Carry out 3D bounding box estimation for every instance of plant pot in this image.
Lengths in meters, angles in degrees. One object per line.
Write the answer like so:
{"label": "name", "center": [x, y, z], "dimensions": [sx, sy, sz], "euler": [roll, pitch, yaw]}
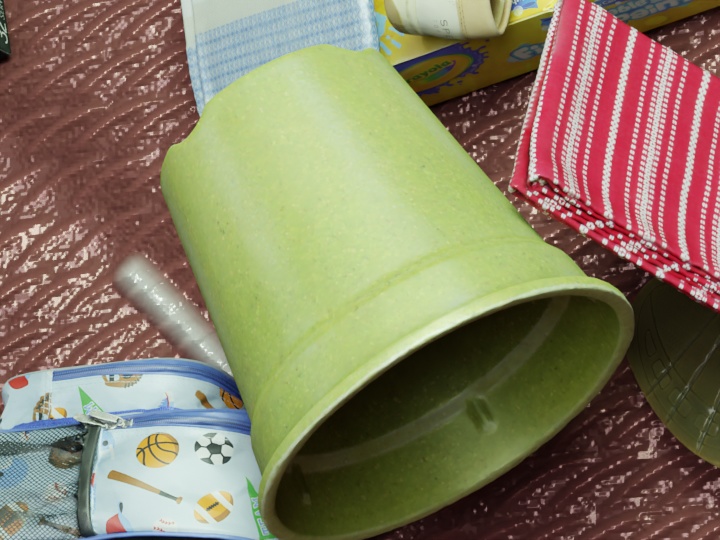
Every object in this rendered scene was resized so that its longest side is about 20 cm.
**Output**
{"label": "plant pot", "center": [0.000, 0.000, 1.418], "dimensions": [0.200, 0.200, 0.185], "euler": [-36, 64, 9]}

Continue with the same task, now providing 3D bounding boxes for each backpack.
{"label": "backpack", "center": [-0.103, 0.136, 1.502], "dimensions": [0.189, 0.200, 0.155], "euler": [-1, 63, 17]}

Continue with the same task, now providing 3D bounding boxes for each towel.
{"label": "towel", "center": [0.170, -0.043, 1.428], "dimensions": [0.022, 0.199, 0.145], "euler": [-49, 18, 44]}
{"label": "towel", "center": [-0.036, -0.095, 1.560], "dimensions": [0.146, 0.024, 0.201], "euler": [-14, 84, 47]}

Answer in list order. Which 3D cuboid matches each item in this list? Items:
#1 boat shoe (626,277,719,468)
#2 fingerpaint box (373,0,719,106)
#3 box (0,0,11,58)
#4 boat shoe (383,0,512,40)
{"label": "boat shoe", "center": [0.213, 0.075, 1.463], "dimensions": [0.200, 0.063, 0.073], "euler": [38, 104, 31]}
{"label": "fingerpaint box", "center": [0.083, -0.196, 1.565], "dimensions": [0.199, 0.073, 0.168], "euler": [-19, 70, 18]}
{"label": "box", "center": [-0.295, -0.217, 1.673], "dimensions": [0.124, 0.148, 0.201], "euler": [-15, 72, 18]}
{"label": "boat shoe", "center": [0.072, -0.211, 1.496], "dimensions": [0.069, 0.074, 0.201], "euler": [15, 92, 23]}
